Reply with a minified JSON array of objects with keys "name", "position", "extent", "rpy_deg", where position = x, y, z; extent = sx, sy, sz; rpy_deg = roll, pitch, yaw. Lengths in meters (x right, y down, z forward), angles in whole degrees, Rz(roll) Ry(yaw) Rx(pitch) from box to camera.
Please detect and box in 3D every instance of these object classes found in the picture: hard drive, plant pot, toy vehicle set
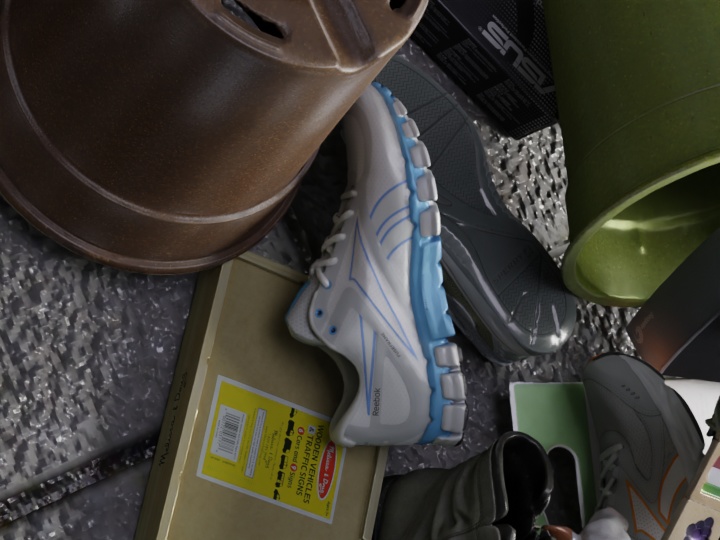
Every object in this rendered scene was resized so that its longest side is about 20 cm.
[{"name":"hard drive","position":[0.251,0.011,1.102],"extent":[0.135,0.200,0.042],"rpy_deg":[9,58,-20]},{"name":"plant pot","position":[0.185,-0.107,1.114],"extent":[0.200,0.200,0.190],"rpy_deg":[1,62,-34]},{"name":"plant pot","position":[-0.073,-0.124,0.959],"extent":[0.200,0.198,0.200],"rpy_deg":[12,65,-26]},{"name":"toy vehicle set","position":[-0.046,0.098,1.035],"extent":[0.124,0.027,0.200],"rpy_deg":[25,64,-27]}]

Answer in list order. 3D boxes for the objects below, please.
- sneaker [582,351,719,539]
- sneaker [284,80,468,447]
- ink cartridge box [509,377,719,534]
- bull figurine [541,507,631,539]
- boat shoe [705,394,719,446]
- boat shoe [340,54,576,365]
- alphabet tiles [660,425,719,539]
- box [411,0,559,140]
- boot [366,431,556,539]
[{"name":"sneaker","position":[0.156,0.144,1.095],"extent":[0.092,0.076,0.200],"rpy_deg":[-19,76,-10]},{"name":"sneaker","position":[0.000,0.000,1.028],"extent":[0.087,0.075,0.200],"rpy_deg":[-9,88,-9]},{"name":"ink cartridge box","position":[0.178,0.138,1.166],"extent":[0.200,0.048,0.146],"rpy_deg":[0,76,-19]},{"name":"bull figurine","position":[0.100,0.225,1.033],"extent":[0.065,0.121,0.200],"rpy_deg":[12,70,-9]},{"name":"boat shoe","position":[0.226,0.096,1.081],"extent":[0.067,0.074,0.200],"rpy_deg":[-19,126,0]},{"name":"boat shoe","position":[0.045,-0.033,1.119],"extent":[0.074,0.065,0.202],"rpy_deg":[-41,96,-33]},{"name":"alphabet tiles","position":[0.247,0.133,1.046],"extent":[0.200,0.008,0.167],"rpy_deg":[24,95,-36]},{"name":"box","position":[0.075,-0.205,1.195],"extent":[0.200,0.044,0.160],"rpy_deg":[44,56,-16]},{"name":"boot","position":[0.047,0.188,1.008],"extent":[0.068,0.131,0.200],"rpy_deg":[11,71,-31]}]
